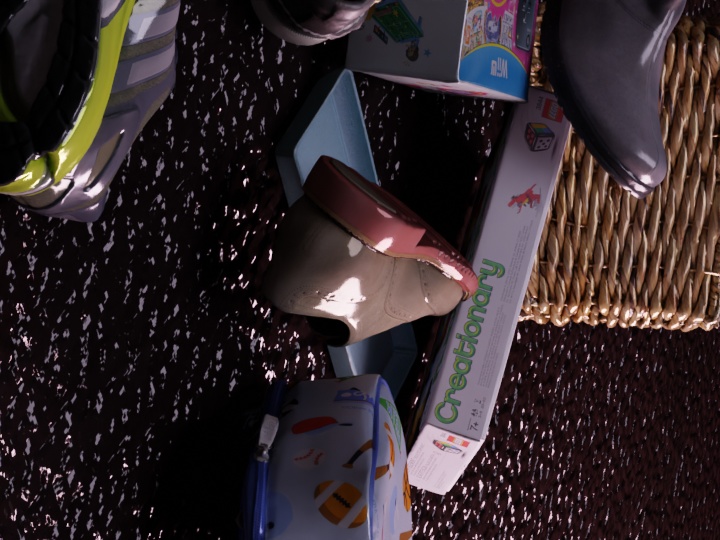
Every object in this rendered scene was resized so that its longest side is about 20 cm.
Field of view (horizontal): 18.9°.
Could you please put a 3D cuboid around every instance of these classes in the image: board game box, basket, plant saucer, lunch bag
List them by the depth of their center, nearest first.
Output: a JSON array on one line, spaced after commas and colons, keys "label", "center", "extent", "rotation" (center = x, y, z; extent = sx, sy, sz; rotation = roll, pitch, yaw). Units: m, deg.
[{"label": "lunch bag", "center": [-0.016, 0.153, 1.007], "extent": [0.160, 0.075, 0.201], "rotation": [-79, 165, -67]}, {"label": "board game box", "center": [0.052, -0.192, 1.094], "extent": [0.147, 0.064, 0.202], "rotation": [-2, 100, -72]}, {"label": "plant saucer", "center": [-0.006, -0.006, 1.097], "extent": [0.201, 0.019, 0.070], "rotation": [77, 31, -41]}, {"label": "board game box", "center": [0.068, 0.013, 1.190], "extent": [0.126, 0.034, 0.201], "rotation": [111, -4, -70]}, {"label": "basket", "center": [0.151, -0.070, 1.379], "extent": [0.143, 0.148, 0.202], "rotation": [-131, -135, -77]}]

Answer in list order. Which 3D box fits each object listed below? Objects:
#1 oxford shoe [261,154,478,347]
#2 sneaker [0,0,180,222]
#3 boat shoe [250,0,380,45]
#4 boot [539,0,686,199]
[{"label": "oxford shoe", "center": [0.000, 0.000, 1.039], "extent": [0.075, 0.070, 0.200], "rotation": [-52, 158, 3]}, {"label": "sneaker", "center": [-0.096, -0.110, 0.812], "extent": [0.201, 0.073, 0.081], "rotation": [-67, 160, -15]}, {"label": "boat shoe", "center": [0.005, -0.201, 0.975], "extent": [0.071, 0.060, 0.203], "rotation": [17, 80, -25]}, {"label": "boot", "center": [0.163, -0.147, 1.152], "extent": [0.070, 0.131, 0.201], "rotation": [31, 39, -49]}]
